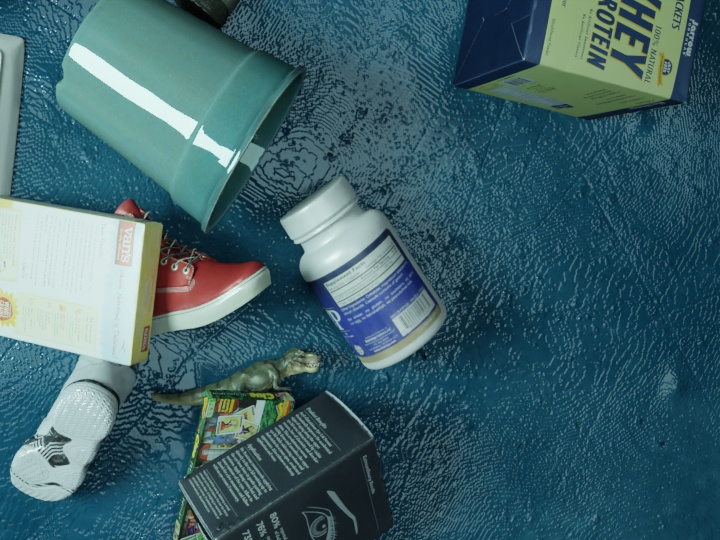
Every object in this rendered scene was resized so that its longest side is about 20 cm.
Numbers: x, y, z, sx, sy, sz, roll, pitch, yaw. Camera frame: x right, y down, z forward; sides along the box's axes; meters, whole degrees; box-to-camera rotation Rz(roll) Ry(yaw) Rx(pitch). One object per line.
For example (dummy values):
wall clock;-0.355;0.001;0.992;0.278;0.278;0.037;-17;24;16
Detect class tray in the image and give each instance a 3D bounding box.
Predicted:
tray;-0.422;-0.156;0.813;0.106;0.022;0.203;6;93;-13

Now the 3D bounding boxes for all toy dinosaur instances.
toy dinosaur;-0.136;0.154;0.900;0.197;0.047;0.089;-17;95;-7

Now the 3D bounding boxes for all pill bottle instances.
pill bottle;0.000;0.000;0.880;0.119;0.120;0.201;-36;101;-9

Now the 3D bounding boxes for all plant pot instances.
plant pot;-0.188;-0.177;0.791;0.195;0.200;0.202;33;86;-6

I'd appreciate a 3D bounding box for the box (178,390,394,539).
box;-0.076;0.257;0.847;0.198;0.104;0.150;-27;126;-23

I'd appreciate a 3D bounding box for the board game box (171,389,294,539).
board game box;-0.146;0.232;0.875;0.104;0.023;0.203;5;108;-32

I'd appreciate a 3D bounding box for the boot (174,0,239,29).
boot;-0.194;-0.374;0.838;0.199;0.068;0.132;36;81;-21

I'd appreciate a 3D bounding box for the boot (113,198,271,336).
boot;-0.192;-0.016;0.805;0.072;0.198;0.146;-36;108;-53

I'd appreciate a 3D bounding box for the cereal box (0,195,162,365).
cereal box;-0.306;0.007;0.796;0.197;0.039;0.146;11;97;15

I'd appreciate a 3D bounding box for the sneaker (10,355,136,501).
sneaker;-0.307;0.163;0.843;0.075;0.115;0.200;33;120;-13

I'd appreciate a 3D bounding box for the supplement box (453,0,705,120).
supplement box;0.242;-0.267;0.877;0.197;0.200;0.136;10;93;-15
